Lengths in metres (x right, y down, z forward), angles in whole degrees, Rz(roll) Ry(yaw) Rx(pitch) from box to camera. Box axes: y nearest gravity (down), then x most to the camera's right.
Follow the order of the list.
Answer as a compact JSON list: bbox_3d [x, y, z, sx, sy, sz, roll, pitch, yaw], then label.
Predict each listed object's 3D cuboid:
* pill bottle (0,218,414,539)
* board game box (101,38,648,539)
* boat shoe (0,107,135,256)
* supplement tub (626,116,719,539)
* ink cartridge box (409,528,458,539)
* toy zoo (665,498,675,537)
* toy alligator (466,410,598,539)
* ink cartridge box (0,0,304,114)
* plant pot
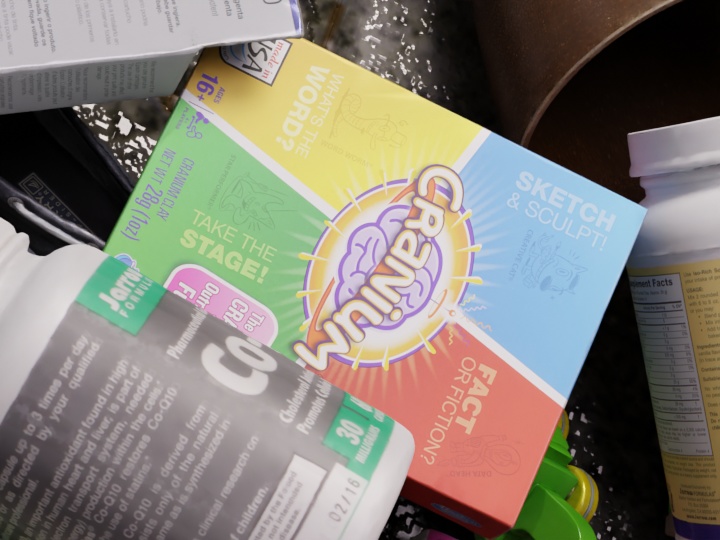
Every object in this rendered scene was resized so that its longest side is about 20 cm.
[{"bbox_3d":[-0.090,0.061,0.833,0.200,0.113,0.113,30,59,-3],"label":"pill bottle"},{"bbox_3d":[0.000,0.000,0.927,0.200,0.040,0.153,25,74,-4],"label":"board game box"},{"bbox_3d":[-0.165,-0.069,0.957,0.200,0.068,0.072,48,57,1],"label":"boat shoe"},{"bbox_3d":[0.195,0.027,0.981,0.145,0.145,0.201,-11,92,-28],"label":"supplement tub"},{"bbox_3d":[0.099,0.196,0.981,0.200,0.037,0.095,25,59,-15],"label":"ink cartridge box"},{"bbox_3d":[0.219,0.052,1.107,0.131,0.020,0.200,16,62,-17],"label":"toy zoo"},{"bbox_3d":[0.055,0.065,1.007,0.059,0.054,0.200,31,29,-43],"label":"toy alligator"},{"bbox_3d":[-0.139,-0.159,0.930,0.200,0.043,0.197,-6,64,-12],"label":"ink cartridge box"},{"bbox_3d":[0.125,-0.153,1.081,0.187,0.187,0.200,-6,55,-27],"label":"plant pot"}]
